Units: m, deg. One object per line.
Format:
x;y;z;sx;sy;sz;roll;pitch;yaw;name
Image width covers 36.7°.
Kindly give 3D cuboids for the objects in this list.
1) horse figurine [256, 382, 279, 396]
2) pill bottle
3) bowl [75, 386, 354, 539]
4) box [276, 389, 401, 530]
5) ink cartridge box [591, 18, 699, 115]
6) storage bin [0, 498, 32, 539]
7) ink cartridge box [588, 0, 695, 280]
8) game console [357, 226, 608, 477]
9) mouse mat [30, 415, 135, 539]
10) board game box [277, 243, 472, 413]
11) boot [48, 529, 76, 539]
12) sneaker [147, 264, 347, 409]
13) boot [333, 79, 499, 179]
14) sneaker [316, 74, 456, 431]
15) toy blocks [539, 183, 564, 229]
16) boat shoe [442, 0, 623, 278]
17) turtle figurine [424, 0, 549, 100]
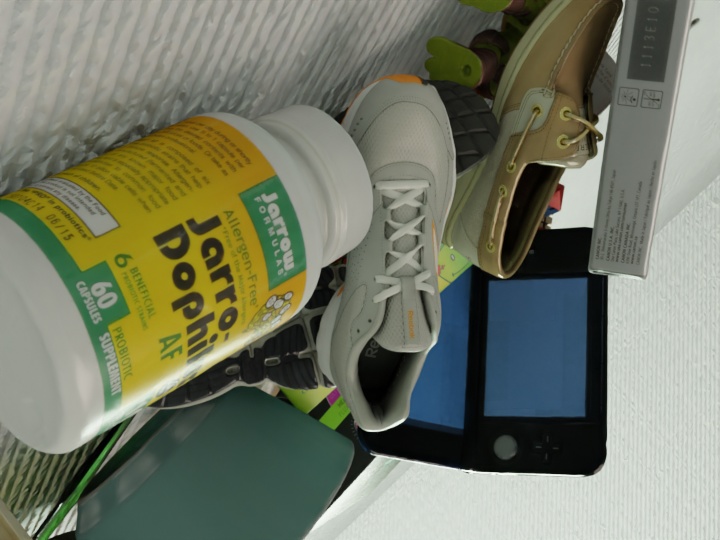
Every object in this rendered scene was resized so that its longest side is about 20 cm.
-0.064;0.085;0.876;0.202;0.132;0.050;-56;160;-1;horse figurine
-0.088;-0.009;0.521;0.199;0.113;0.113;-30;161;-39;pill bottle
-0.110;0.148;0.711;0.200;0.105;0.201;-43;-173;6;bowl
-0.014;0.109;0.979;0.124;0.149;0.201;-18;152;-55;box
0.161;-0.128;0.878;0.173;0.044;0.200;-43;180;-18;ink cartridge box
-0.260;0.281;0.705;0.201;0.199;0.093;-51;164;31;storage bin
0.191;-0.126;0.724;0.175;0.043;0.203;-66;160;-52;ink cartridge box
0.100;0.051;0.847;0.167;0.204;0.118;-3;163;23;game console
-0.207;0.162;0.787;0.201;0.007;0.161;-52;-176;31;mouse mat
0.000;0.000;0.790;0.199;0.101;0.048;-41;131;-7;board game box
-0.256;0.263;0.895;0.197;0.075;0.076;-21;171;-7;boot
-0.067;0.035;0.694;0.196;0.079;0.079;-5;-174;-18;sneaker
-0.006;-0.049;0.708;0.197;0.069;0.131;-26;169;0;boot
0.023;-0.004;0.604;0.074;0.092;0.204;0;114;-13;sneaker
0.141;0.006;0.991;0.136;0.098;0.204;-21;-128;63;toy blocks
0.118;-0.086;0.686;0.073;0.066;0.202;-12;135;-46;boat shoe
0.107;-0.156;0.722;0.160;0.065;0.201;-24;156;-52;turtle figurine
